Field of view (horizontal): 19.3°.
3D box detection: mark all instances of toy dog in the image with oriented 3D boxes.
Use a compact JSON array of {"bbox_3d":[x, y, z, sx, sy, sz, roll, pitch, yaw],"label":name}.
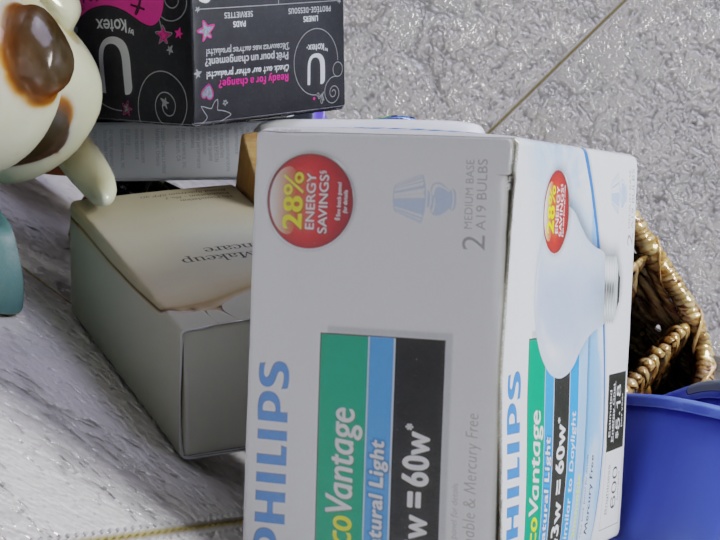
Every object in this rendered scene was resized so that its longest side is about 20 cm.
[{"bbox_3d":[-0.207,-0.099,1.100,0.195,0.139,0.200,61,1,-8],"label":"toy dog"}]

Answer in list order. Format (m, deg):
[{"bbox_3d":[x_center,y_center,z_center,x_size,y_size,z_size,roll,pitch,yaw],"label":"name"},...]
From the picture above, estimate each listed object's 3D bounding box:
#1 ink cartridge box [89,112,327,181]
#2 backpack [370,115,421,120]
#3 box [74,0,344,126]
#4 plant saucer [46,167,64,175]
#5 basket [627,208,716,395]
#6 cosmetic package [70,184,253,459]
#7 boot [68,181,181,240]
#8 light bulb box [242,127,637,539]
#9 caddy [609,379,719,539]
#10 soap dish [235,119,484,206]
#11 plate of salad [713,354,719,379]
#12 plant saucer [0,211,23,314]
[{"bbox_3d":[-0.072,-0.089,1.366,0.198,0.044,0.198,2,11,-1],"label":"ink cartridge box"},{"bbox_3d":[0.007,-0.021,1.589,0.182,0.201,0.135,31,6,-21],"label":"backpack"},{"bbox_3d":[-0.122,-0.147,1.249,0.199,0.116,0.132,6,12,42],"label":"box"},{"bbox_3d":[-0.216,-0.123,1.509,0.198,0.038,0.201,3,-29,1],"label":"plant saucer"},{"bbox_3d":[0.129,0.074,1.259,0.142,0.149,0.200,37,50,19],"label":"basket"},{"bbox_3d":[-0.081,0.022,1.133,0.103,0.074,0.200,-8,22,-23],"label":"cosmetic package"},{"bbox_3d":[-0.095,-0.026,1.393,0.153,0.074,0.203,28,-28,-18],"label":"boot"},{"bbox_3d":[0.042,0.035,0.992,0.124,0.200,0.200,3,3,22],"label":"light bulb box"},{"bbox_3d":[0.182,0.109,1.131,0.141,0.106,0.200,23,-11,-27],"label":"caddy"},{"bbox_3d":[0.000,0.000,1.270,0.156,0.201,0.082,0,50,-8],"label":"soap dish"},{"bbox_3d":[0.245,0.135,1.391,0.200,0.201,0.048,35,45,15],"label":"plate of salad"},{"bbox_3d":[-0.254,-0.047,1.113,0.199,0.036,0.200,33,4,-3],"label":"plant saucer"}]
